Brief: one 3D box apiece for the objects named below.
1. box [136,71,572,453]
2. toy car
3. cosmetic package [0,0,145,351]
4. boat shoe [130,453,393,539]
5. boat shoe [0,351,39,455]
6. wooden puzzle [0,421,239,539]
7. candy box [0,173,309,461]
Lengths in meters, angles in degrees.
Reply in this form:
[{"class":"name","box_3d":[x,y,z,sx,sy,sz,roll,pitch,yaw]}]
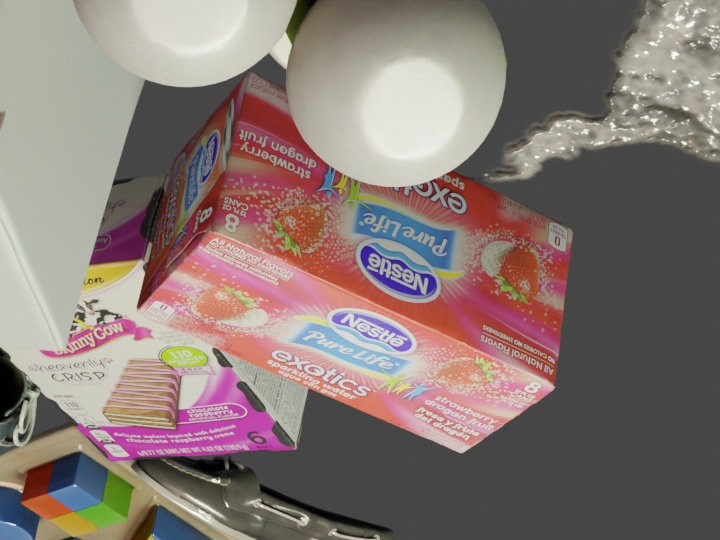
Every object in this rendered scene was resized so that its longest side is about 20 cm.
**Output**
[{"class":"box","box_3d":[0.000,0.000,0.906,0.198,0.101,0.095,25,144,-20]},{"class":"toy car","box_3d":[-0.017,-0.139,0.683,0.198,0.175,0.151,24,108,-20]},{"class":"cosmetic package","box_3d":[-0.221,-0.082,0.784,0.197,0.169,0.167,4,145,11]},{"class":"boat shoe","box_3d":[-0.063,0.158,1.208,0.199,0.057,0.067,33,176,-25]},{"class":"boat shoe","box_3d":[-0.226,0.068,1.076,0.061,0.076,0.200,-6,158,6]},{"class":"wooden puzzle","box_3d":[-0.199,0.184,1.279,0.199,0.047,0.185,-17,138,35]},{"class":"candy box","box_3d":[-0.129,0.034,1.026,0.135,0.062,0.200,-6,142,24]}]
